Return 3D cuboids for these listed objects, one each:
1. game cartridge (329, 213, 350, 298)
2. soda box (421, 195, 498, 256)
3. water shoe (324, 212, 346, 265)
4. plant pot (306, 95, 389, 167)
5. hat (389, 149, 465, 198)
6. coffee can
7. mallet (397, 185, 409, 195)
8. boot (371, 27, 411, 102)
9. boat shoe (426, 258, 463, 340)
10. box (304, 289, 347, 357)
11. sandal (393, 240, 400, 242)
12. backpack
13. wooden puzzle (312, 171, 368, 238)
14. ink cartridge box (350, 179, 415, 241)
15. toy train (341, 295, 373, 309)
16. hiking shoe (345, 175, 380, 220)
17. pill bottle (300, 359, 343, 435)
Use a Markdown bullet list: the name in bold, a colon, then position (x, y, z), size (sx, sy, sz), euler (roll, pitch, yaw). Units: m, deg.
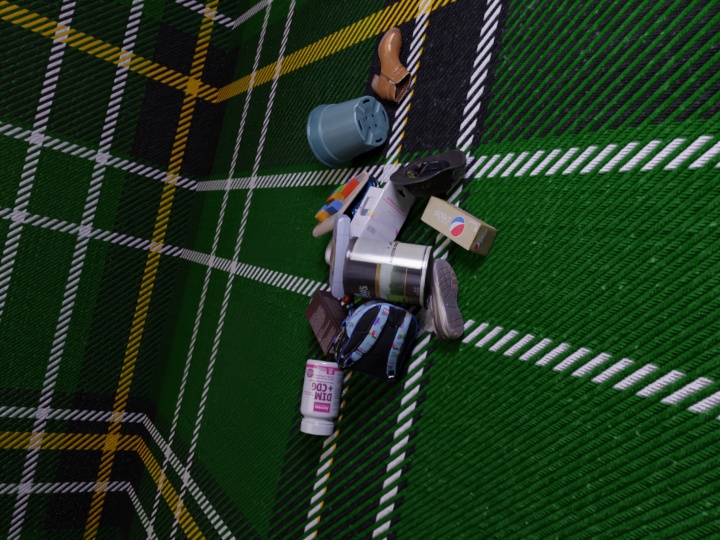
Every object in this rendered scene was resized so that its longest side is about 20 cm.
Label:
- **game cartridge**: position (-0.053, -0.039, 1.398), size (0.133, 0.040, 0.203), euler (-135, 49, -75)
- **soda box**: position (0.231, -0.109, 1.306), size (0.200, 0.063, 0.068), euler (43, 114, 51)
- **water shoe**: position (-0.048, -0.107, 1.717), size (0.078, 0.071, 0.203), euler (11, 84, 26)
- **plant pot**: position (-0.030, -0.435, 1.691), size (0.195, 0.199, 0.203), euler (-4, 75, 46)
- **hat**: position (0.177, -0.231, 1.393), size (0.200, 0.199, 0.082), euler (17, 133, 55)
- **coffee can**: position (0.070, 0.001, 1.343), size (0.197, 0.146, 0.148), euler (7, 83, 14)
- **mallet**: position (0.074, -0.184, 1.583), size (0.201, 0.041, 0.066), euler (-58, 38, 31)
- **boot**: position (0.108, -0.612, 1.648), size (0.155, 0.073, 0.202), euler (50, 131, 51)
- **boat shoe**: position (0.186, 0.070, 1.300), size (0.073, 0.074, 0.202), euler (-31, 53, 45)
- **box**: position (-0.093, 0.160, 1.669), size (0.101, 0.074, 0.201), euler (-59, 40, 23)
- **sandal**: position (0.100, 0.021, 1.453), size (0.053, 0.080, 0.203), euler (6, 77, 12)
- **backpack**: position (0.040, 0.157, 1.383), size (0.202, 0.181, 0.135), euler (-65, 21, 20)
- **wooden puzzle**: position (-0.070, -0.202, 1.650), size (0.201, 0.046, 0.185), euler (-60, 18, -20)
- **ink cartridge box**: position (0.054, -0.144, 1.486), size (0.067, 0.117, 0.202), euler (21, 80, 51)
- **toy train**: position (0.000, 0.000, 1.501), size (0.115, 0.084, 0.202), euler (-36, 51, 30)
- **hiking shoe**: position (0.002, -0.188, 1.637), size (0.074, 0.086, 0.203), euler (11, 88, 55)
- **pill bottle**: position (-0.113, 0.365, 1.590), size (0.113, 0.112, 0.203), euler (-6, 75, 54)
